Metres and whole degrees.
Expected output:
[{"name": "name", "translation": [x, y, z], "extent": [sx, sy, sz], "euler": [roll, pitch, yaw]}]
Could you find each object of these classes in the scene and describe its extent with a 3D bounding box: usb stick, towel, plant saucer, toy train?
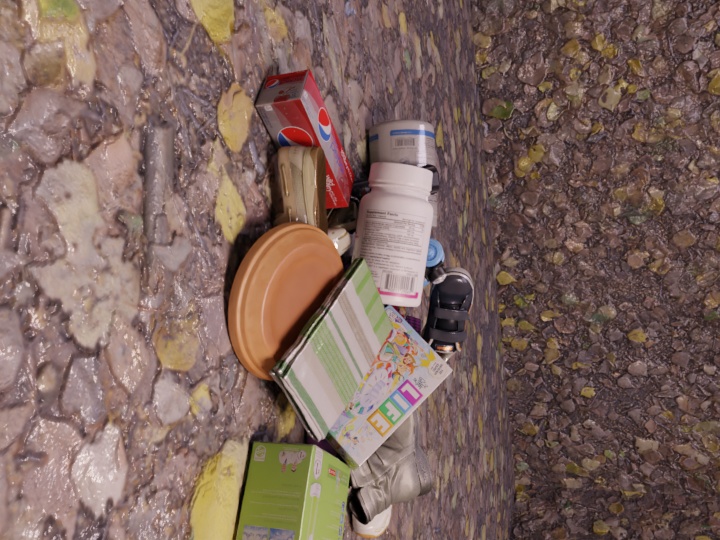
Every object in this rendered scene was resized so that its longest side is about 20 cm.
[{"name": "usb stick", "translation": [0.058, -0.147, 1.158], "extent": [0.198, 0.033, 0.056], "euler": [-16, 105, -28]}, {"name": "towel", "translation": [-0.031, 0.100, 0.840], "extent": [0.201, 0.030, 0.150], "euler": [-55, 140, -32]}, {"name": "plant saucer", "translation": [-0.078, 0.042, 0.807], "extent": [0.199, 0.037, 0.202], "euler": [-19, 114, -49]}, {"name": "toy train", "translation": [0.057, -0.050, 1.066], "extent": [0.201, 0.114, 0.087], "euler": [56, 5, 10]}]

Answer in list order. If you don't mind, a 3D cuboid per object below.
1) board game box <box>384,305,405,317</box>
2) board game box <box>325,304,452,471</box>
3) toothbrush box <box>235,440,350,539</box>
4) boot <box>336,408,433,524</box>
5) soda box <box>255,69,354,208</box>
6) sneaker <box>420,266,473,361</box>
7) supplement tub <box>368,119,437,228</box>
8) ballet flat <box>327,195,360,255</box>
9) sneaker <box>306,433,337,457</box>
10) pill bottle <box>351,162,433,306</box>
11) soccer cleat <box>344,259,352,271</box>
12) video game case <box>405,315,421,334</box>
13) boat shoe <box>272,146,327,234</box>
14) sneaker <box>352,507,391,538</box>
[{"name": "board game box", "translation": [0.069, 0.082, 1.235], "extent": [0.158, 0.038, 0.202], "euler": [102, -4, -65]}, {"name": "board game box", "translation": [0.017, 0.158, 0.910], "extent": [0.200, 0.134, 0.034], "euler": [-39, 169, -29]}, {"name": "toothbrush box", "translation": [-0.082, 0.325, 0.788], "extent": [0.146, 0.085, 0.202], "euler": [55, 37, -59]}, {"name": "boot", "translation": [0.022, 0.243, 0.922], "extent": [0.130, 0.068, 0.202], "euler": [-9, 76, -33]}, {"name": "soda box", "translation": [-0.071, -0.176, 0.906], "extent": [0.201, 0.069, 0.064], "euler": [65, 28, -48]}, {"name": "sneaker", "translation": [0.149, 0.089, 1.111], "extent": [0.080, 0.078, 0.201], "euler": [-85, -178, -48]}, {"name": "supplement tub", "translation": [0.083, -0.182, 1.264], "extent": [0.132, 0.131, 0.202], "euler": [-3, 91, -71]}, {"name": "ballet flat", "translation": [-0.041, -0.059, 0.982], "extent": [0.201, 0.071, 0.073], "euler": [-67, 149, -50]}, {"name": "sneaker", "translation": [0.004, 0.235, 0.988], "extent": [0.199, 0.072, 0.116], "euler": [3, 77, -44]}, {"name": "pill bottle", "translation": [0.048, -0.053, 0.969], "extent": [0.113, 0.112, 0.202], "euler": [8, 91, -70]}, {"name": "soccer cleat", "translation": [0.000, 0.000, 1.118], "extent": [0.200, 0.068, 0.074], "euler": [17, 55, -70]}, {"name": "video game case", "translation": [0.072, 0.201, 1.180], "extent": [0.200, 0.035, 0.183], "euler": [-69, 173, -73]}, {"name": "boat shoe", "translation": [-0.082, -0.066, 0.875], "extent": [0.072, 0.064, 0.202], "euler": [-61, 153, -70]}, {"name": "sneaker", "translation": [0.037, 0.368, 1.145], "extent": [0.200, 0.075, 0.088], "euler": [-61, 144, -58]}]
